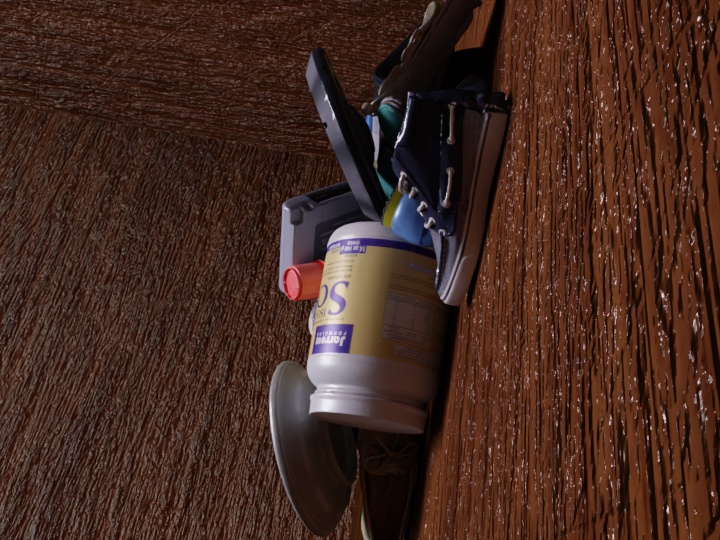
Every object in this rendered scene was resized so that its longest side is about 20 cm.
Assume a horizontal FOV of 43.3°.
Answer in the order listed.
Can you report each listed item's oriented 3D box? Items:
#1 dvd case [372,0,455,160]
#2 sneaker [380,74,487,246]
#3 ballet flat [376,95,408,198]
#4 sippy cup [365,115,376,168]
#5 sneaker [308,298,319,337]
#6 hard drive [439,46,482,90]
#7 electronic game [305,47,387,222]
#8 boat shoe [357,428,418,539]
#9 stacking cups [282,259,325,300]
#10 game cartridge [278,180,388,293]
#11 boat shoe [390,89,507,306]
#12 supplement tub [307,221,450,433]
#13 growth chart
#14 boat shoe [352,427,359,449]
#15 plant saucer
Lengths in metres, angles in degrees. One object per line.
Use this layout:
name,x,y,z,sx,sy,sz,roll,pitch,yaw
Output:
dvd case,0.066,-0.228,1.098,0.143,0.018,0.200,-47,-15,-16
sneaker,0.097,-0.109,0.929,0.201,0.078,0.066,-61,-13,-21
ballet flat,0.054,-0.147,1.007,0.201,0.071,0.073,96,-177,-70
sippy cup,0.065,-0.165,1.249,0.178,0.129,0.141,-84,2,-78
sneaker,-0.023,0.057,1.127,0.200,0.080,0.075,-105,15,-74
hard drive,0.107,-0.155,1.092,0.135,0.042,0.202,100,179,-83
electronic game,-0.008,-0.142,0.969,0.200,0.041,0.201,-23,-90,-86
boat shoe,0.034,0.244,1.050,0.063,0.073,0.202,-104,11,-74
stacking cups,0.000,0.000,1.085,0.060,0.199,0.061,9,101,56
game cartridge,-0.017,-0.044,1.114,0.199,0.041,0.134,-22,-46,-38
boat shoe,0.069,-0.069,0.822,0.075,0.092,0.201,-81,0,-72
supplement tub,0.021,0.064,0.969,0.145,0.144,0.202,100,180,-74
growth chart,0.078,-0.250,0.999,0.201,0.018,0.145,-55,-14,14
boat shoe,0.033,0.131,1.118,0.201,0.062,0.075,-60,13,11
plant saucer,-0.043,0.196,1.031,0.200,0.050,0.202,-16,-90,-78
